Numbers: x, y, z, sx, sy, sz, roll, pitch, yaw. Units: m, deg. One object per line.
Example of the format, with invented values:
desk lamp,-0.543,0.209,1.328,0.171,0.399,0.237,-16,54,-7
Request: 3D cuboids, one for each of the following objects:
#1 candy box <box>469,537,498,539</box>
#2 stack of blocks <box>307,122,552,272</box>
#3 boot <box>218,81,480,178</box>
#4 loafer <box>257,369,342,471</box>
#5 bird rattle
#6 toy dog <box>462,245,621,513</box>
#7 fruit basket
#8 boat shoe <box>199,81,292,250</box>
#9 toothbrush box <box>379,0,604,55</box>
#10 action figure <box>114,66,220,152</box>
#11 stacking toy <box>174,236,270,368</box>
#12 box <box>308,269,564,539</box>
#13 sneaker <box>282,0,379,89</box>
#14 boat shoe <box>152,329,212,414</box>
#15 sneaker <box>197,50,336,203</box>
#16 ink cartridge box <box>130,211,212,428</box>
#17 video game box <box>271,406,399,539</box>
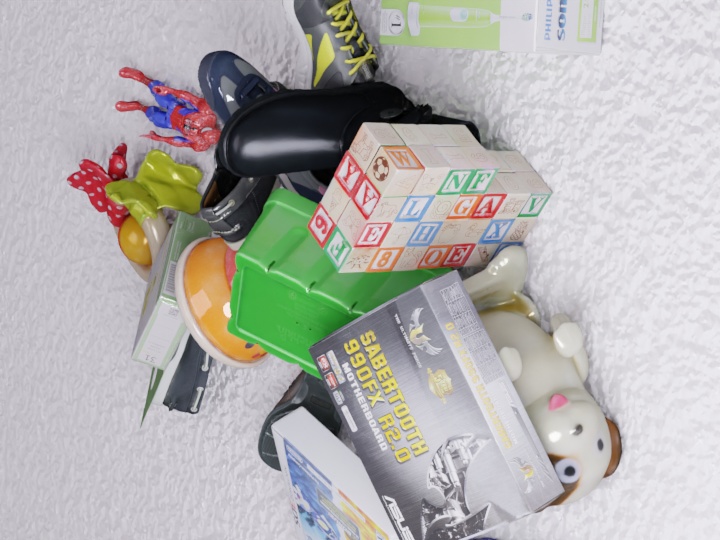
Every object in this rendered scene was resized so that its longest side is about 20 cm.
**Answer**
candy box,0.151,0.335,1.418,0.200,0.077,0.170,6,97,52
stack of blocks,0.068,-0.062,1.387,0.059,0.199,0.115,55,130,33
boot,-0.010,-0.115,1.470,0.168,0.199,0.077,35,135,58
loafer,-0.041,0.128,1.664,0.072,0.063,0.200,31,128,-3
bird rattle,-0.266,-0.059,1.888,0.200,0.112,0.164,0,110,54
toy dog,0.129,0.113,1.382,0.200,0.139,0.195,49,141,37
fruit basket,0.000,0.000,1.502,0.216,0.215,0.156,44,137,39
boat shoe,-0.113,-0.120,1.657,0.072,0.068,0.201,-18,45,42
toothbrush box,0.112,-0.263,1.405,0.200,0.086,0.147,12,102,51
action figure,-0.217,-0.178,1.855,0.200,0.052,0.066,28,111,44
stacking toy,-0.078,0.002,1.653,0.199,0.146,0.147,-27,72,33
box,0.058,0.121,1.330,0.158,0.048,0.201,-30,84,47
sneaker,-0.018,-0.223,1.566,0.084,0.074,0.201,30,143,32
boat shoe,-0.175,0.071,1.814,0.076,0.060,0.201,-92,24,-60
sneaker,-0.072,-0.144,1.596,0.082,0.200,0.070,-11,41,51
ink cartridge box,-0.221,0.055,1.790,0.146,0.048,0.200,-85,21,-49
video game box,-0.003,0.253,1.571,0.200,0.047,0.183,37,150,43
